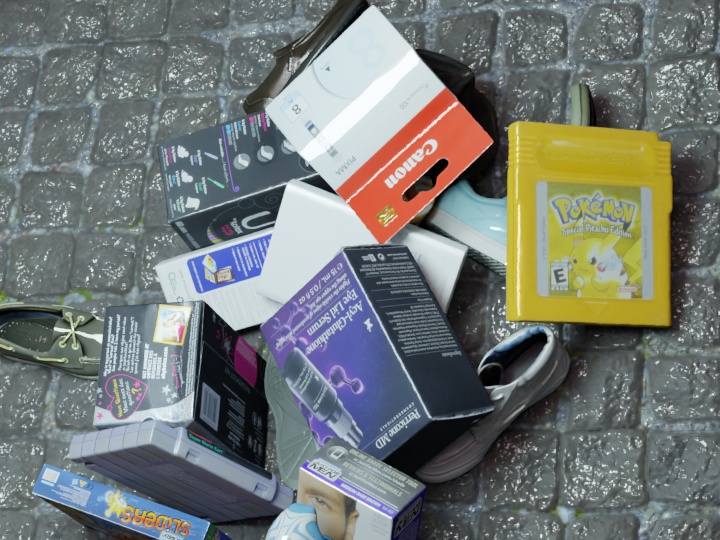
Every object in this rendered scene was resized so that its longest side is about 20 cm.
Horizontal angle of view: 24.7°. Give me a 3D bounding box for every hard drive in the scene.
[{"bbox_3d":[0.000,0.000,1.726,0.199,0.027,0.132,21,113,9],"label":"hard drive"}]

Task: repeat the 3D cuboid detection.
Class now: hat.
[{"bbox_3d":[0.069,-0.189,1.768,0.200,0.081,0.201,13,48,-15],"label":"hat"}]

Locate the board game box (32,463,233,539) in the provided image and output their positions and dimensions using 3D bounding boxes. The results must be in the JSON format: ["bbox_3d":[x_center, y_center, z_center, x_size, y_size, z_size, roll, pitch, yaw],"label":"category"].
[{"bbox_3d":[-0.221,0.260,1.689,0.199,0.135,0.035,15,72,23],"label":"board game box"}]

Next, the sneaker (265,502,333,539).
[{"bbox_3d":[-0.036,0.298,1.541,0.072,0.201,0.073,11,49,30],"label":"sneaker"}]

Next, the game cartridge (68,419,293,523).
[{"bbox_3d":[-0.175,0.202,1.643,0.129,0.200,0.039,-18,53,36],"label":"game cartridge"}]

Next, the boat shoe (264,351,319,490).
[{"bbox_3d":[-0.052,0.142,1.733,0.074,0.065,0.203,-26,55,27],"label":"boat shoe"}]

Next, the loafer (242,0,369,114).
[{"bbox_3d":[-0.067,-0.243,1.887,0.071,0.073,0.200,36,82,25],"label":"loafer"}]

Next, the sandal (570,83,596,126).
[{"bbox_3d":[0.217,-0.106,1.742,0.057,0.080,0.202,1,59,12],"label":"sandal"}]

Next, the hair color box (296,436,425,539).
[{"bbox_3d":[-0.007,0.270,1.584,0.109,0.201,0.065,25,39,25],"label":"hair color box"}]

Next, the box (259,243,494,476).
[{"bbox_3d":[0.015,0.096,1.633,0.148,0.104,0.201,-44,64,34],"label":"box"}]

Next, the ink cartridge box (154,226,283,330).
[{"bbox_3d":[-0.116,0.009,1.793,0.199,0.037,0.095,-16,99,12],"label":"ink cartridge box"}]

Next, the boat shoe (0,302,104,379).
[{"bbox_3d":[-0.333,0.076,1.843,0.201,0.060,0.072,5,70,19],"label":"boat shoe"}]

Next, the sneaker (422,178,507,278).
[{"bbox_3d":[0.161,-0.038,1.730,0.200,0.074,0.082,32,83,25],"label":"sneaker"}]

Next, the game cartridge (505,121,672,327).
[{"bbox_3d":[0.232,-0.045,1.656,0.175,0.032,0.201,2,86,-17],"label":"game cartridge"}]

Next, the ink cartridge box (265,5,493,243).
[{"bbox_3d":[0.016,-0.150,1.685,0.160,0.047,0.200,-42,60,7],"label":"ink cartridge box"}]

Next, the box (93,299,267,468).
[{"bbox_3d":[-0.182,0.129,1.695,0.114,0.200,0.133,-5,66,17],"label":"box"}]

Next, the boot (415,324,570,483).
[{"bbox_3d":[0.122,0.129,1.659,0.200,0.096,0.074,-42,62,-3],"label":"boot"}]

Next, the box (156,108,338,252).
[{"bbox_3d":[-0.107,-0.099,1.811,0.199,0.122,0.106,-17,62,10],"label":"box"}]

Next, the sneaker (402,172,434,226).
[{"bbox_3d":[0.032,-0.114,1.804,0.078,0.077,0.201,7,47,-12],"label":"sneaker"}]
